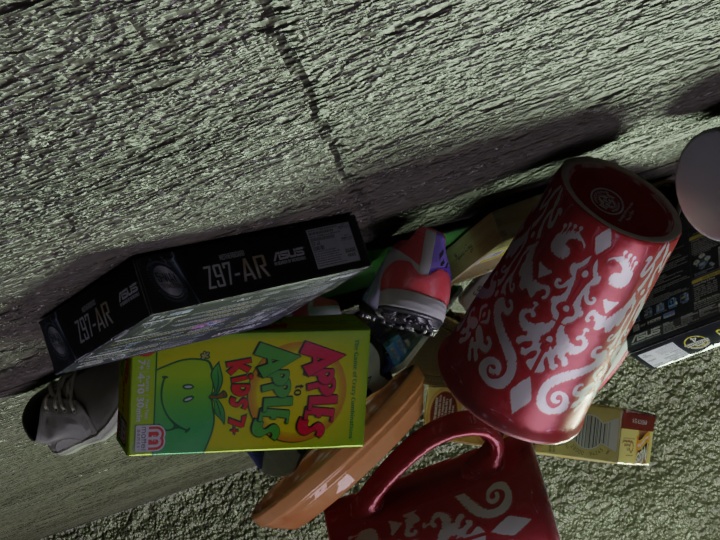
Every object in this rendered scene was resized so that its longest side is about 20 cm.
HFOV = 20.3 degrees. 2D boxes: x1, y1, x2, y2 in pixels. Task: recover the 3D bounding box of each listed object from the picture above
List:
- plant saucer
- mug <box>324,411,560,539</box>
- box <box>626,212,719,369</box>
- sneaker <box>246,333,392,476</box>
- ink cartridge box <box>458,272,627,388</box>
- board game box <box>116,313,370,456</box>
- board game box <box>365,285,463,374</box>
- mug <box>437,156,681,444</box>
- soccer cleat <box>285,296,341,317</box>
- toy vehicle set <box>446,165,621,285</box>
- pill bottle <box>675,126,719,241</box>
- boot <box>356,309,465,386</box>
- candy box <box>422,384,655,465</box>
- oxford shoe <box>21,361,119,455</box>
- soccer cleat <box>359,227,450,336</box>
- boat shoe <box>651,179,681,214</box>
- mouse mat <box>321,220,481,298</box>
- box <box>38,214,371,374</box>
[{"bbox_3d":[-0.013,0.163,1.784,0.200,0.037,0.200,-42,-178,2],"label":"plant saucer"},{"bbox_3d":[0.070,0.216,1.827,0.199,0.179,0.133,-17,-173,4],"label":"mug"},{"bbox_3d":[0.347,-0.010,1.947,0.199,0.162,0.049,-25,141,34],"label":"box"},{"bbox_3d":[-0.031,0.109,1.799,0.115,0.081,0.199,-34,178,-36],"label":"sneaker"},{"bbox_3d":[0.185,0.053,1.977,0.083,0.146,0.200,-49,169,3],"label":"ink cartridge box"},{"bbox_3d":[-0.095,0.092,1.634,0.198,0.102,0.048,-1,-167,-18],"label":"board game box"},{"bbox_3d":[-0.016,0.077,1.937,0.199,0.026,0.200,-23,-168,27],"label":"board game box"},{"bbox_3d":[0.157,0.007,1.616,0.132,0.178,0.201,14,124,-21],"label":"mug"},{"bbox_3d":[-0.087,0.066,1.772,0.073,0.069,0.200,-5,164,-29],"label":"soccer cleat"},{"bbox_3d":[0.145,-0.035,1.762,0.123,0.027,0.200,-20,173,-17],"label":"toy vehicle set"},{"bbox_3d":[0.350,-0.081,1.627,0.199,0.115,0.114,-11,169,-42],"label":"pill bottle"},{"bbox_3d":[0.098,0.078,2.073,0.154,0.077,0.199,2,179,-41],"label":"boot"},{"bbox_3d":[0.172,0.150,1.943,0.199,0.056,0.115,6,176,24],"label":"candy box"},{"bbox_3d":[-0.247,0.115,1.785,0.057,0.076,0.200,26,149,-22],"label":"oxford shoe"},{"bbox_3d":[0.042,0.010,1.656,0.068,0.074,0.200,15,175,-3],"label":"soccer cleat"},{"bbox_3d":[0.235,-0.031,1.796,0.073,0.072,0.200,-59,174,33],"label":"boat shoe"},{"bbox_3d":[0.000,0.000,1.763,0.160,0.008,0.200,-14,171,-30],"label":"mouse mat"},{"bbox_3d":[-0.115,0.018,1.494,0.199,0.044,0.160,-13,170,-36],"label":"box"}]
